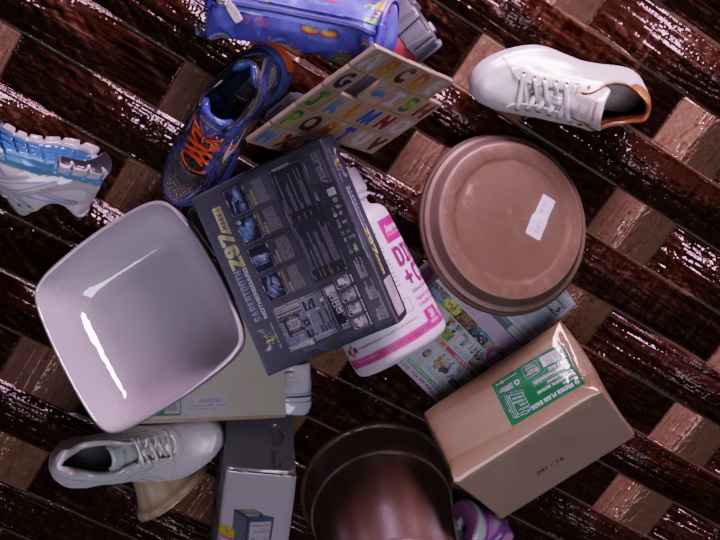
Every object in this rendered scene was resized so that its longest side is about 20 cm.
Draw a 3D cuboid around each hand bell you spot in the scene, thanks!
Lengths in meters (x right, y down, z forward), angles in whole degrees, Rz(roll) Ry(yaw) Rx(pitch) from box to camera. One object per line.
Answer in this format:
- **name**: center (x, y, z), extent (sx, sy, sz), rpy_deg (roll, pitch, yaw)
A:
- **hand bell**: center (-0.276, 0.179, 1.468), extent (0.103, 0.104, 0.201), rpy_deg (-33, 104, 9)

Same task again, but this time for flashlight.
- **flashlight**: center (-0.012, -0.203, 1.318), extent (0.199, 0.068, 0.068), rpy_deg (-34, 108, 15)

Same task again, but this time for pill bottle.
- **pill bottle**: center (0.000, 0.000, 1.358), extent (0.112, 0.113, 0.202), rpy_deg (-28, 93, 6)

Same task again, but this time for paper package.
- **paper package**: center (0.197, 0.181, 1.474), extent (0.198, 0.104, 0.191), rpy_deg (-33, 148, 8)

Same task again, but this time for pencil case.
- **pencil case**: center (-0.061, -0.248, 1.241), extent (0.197, 0.087, 0.079), rpy_deg (14, 103, 7)

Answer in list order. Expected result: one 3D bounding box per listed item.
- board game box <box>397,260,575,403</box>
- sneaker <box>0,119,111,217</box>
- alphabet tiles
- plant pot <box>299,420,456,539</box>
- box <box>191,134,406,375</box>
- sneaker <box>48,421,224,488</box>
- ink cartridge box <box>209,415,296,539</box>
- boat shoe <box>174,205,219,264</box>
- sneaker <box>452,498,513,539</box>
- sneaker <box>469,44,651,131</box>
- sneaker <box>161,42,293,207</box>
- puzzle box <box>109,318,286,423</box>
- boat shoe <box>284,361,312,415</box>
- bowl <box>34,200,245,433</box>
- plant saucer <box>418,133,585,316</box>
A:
- **board game box**: center (0.125, 0.047, 1.461), extent (0.200, 0.064, 0.147), rpy_deg (-41, 114, 11)
- **sneaker**: center (-0.364, -0.102, 1.309), extent (0.197, 0.075, 0.088), rpy_deg (17, 119, -16)
- **alphabet tiles**: center (0.000, -0.160, 1.282), extent (0.166, 0.008, 0.199), rpy_deg (-33, 161, 24)
- **plant pot**: center (0.034, 0.318, 1.507), extent (0.196, 0.199, 0.203), rpy_deg (-3, 116, -7)
- **box**: center (-0.062, -0.014, 1.286), extent (0.156, 0.051, 0.203), rpy_deg (-23, 95, 18)
- **sneaker**: center (-0.246, 0.205, 1.400), extent (0.197, 0.080, 0.072), rpy_deg (-11, 85, -12)
- **ink cartridge box**: center (-0.129, 0.276, 1.490), extent (0.086, 0.146, 0.203), rpy_deg (6, 117, -10)
- **boat shoe**: center (-0.118, -0.021, 1.388), extent (0.199, 0.064, 0.071), rpy_deg (35, 107, -21)
- **sneaker**: center (0.135, 0.385, 1.629), extent (0.087, 0.081, 0.202), rpy_deg (10, 118, -31)
- **sneaker**: center (0.217, -0.191, 1.344), extent (0.196, 0.085, 0.074), rpy_deg (2, 118, -8)
- **sneaker**: center (-0.150, -0.151, 1.299), extent (0.075, 0.078, 0.201), rpy_deg (37, 108, 8)
- **puzzle box**: center (-0.183, 0.101, 1.416), extent (0.196, 0.025, 0.135), rpy_deg (-1, 73, -7)
- **boat shoe**: center (-0.152, 0.126, 1.464), extent (0.196, 0.073, 0.068), rpy_deg (4, 95, -16)
- **bowl**: center (-0.226, 0.049, 1.350), extent (0.198, 0.075, 0.202), rpy_deg (-33, 79, 10)
- **plant saucer**: center (0.159, -0.053, 1.372), extent (0.196, 0.029, 0.204), rpy_deg (3, 79, -16)
